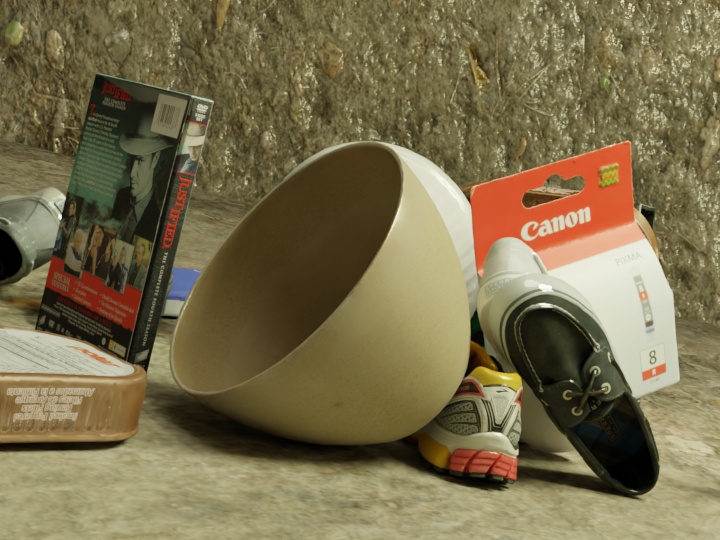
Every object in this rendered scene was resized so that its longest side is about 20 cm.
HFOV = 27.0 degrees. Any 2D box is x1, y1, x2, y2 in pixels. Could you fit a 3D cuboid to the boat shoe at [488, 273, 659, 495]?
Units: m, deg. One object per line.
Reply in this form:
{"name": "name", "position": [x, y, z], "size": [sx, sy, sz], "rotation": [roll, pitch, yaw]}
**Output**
{"name": "boat shoe", "position": [0.153, 0.080, 1.015], "size": [0.200, 0.069, 0.057], "rotation": [52, 6, -37]}

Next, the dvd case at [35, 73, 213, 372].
{"name": "dvd case", "position": [-0.169, -0.032, 1.047], "size": [0.022, 0.200, 0.146], "rotation": [10, 6, -38]}

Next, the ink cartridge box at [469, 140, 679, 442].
{"name": "ink cartridge box", "position": [0.171, 0.015, 1.168], "size": [0.162, 0.200, 0.050], "rotation": [-17, 23, -27]}

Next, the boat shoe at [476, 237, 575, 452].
{"name": "boat shoe", "position": [0.127, 0.056, 1.087], "size": [0.072, 0.069, 0.200], "rotation": [-14, -45, 20]}

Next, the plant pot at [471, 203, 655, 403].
{"name": "plant pot", "position": [0.173, 0.035, 1.394], "size": [0.177, 0.200, 0.199], "rotation": [4, 2, 15]}

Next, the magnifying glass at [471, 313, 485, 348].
{"name": "magnifying glass", "position": [0.098, 0.056, 1.310], "size": [0.200, 0.080, 0.022], "rotation": [35, -12, 24]}

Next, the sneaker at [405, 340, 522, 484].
{"name": "sneaker", "position": [0.067, 0.086, 1.050], "size": [0.078, 0.082, 0.200], "rotation": [12, 5, -20]}

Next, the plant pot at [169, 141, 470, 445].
{"name": "plant pot", "position": [-0.006, 0.035, 0.972], "size": [0.134, 0.200, 0.200], "rotation": [42, -9, -27]}

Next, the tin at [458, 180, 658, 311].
{"name": "tin", "position": [0.152, -0.015, 1.270], "size": [0.200, 0.112, 0.042], "rotation": [9, 14, 19]}

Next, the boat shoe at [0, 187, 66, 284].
{"name": "boat shoe", "position": [-0.305, -0.023, 1.272], "size": [0.071, 0.070, 0.201], "rotation": [-33, 10, -32]}

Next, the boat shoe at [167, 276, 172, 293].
{"name": "boat shoe", "position": [-0.202, -0.002, 1.242], "size": [0.070, 0.072, 0.201], "rotation": [14, 11, 7]}

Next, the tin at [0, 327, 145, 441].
{"name": "tin", "position": [-0.204, 0.059, 0.815], "size": [0.112, 0.042, 0.200], "rotation": [24, 10, 37]}

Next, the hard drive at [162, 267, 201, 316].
{"name": "hard drive", "position": [-0.177, 0.020, 1.462], "size": [0.132, 0.025, 0.200], "rotation": [16, 6, 30]}

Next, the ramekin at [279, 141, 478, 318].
{"name": "ramekin", "position": [0.000, 0.000, 1.249], "size": [0.202, 0.203, 0.094], "rotation": [14, 18, 9]}
